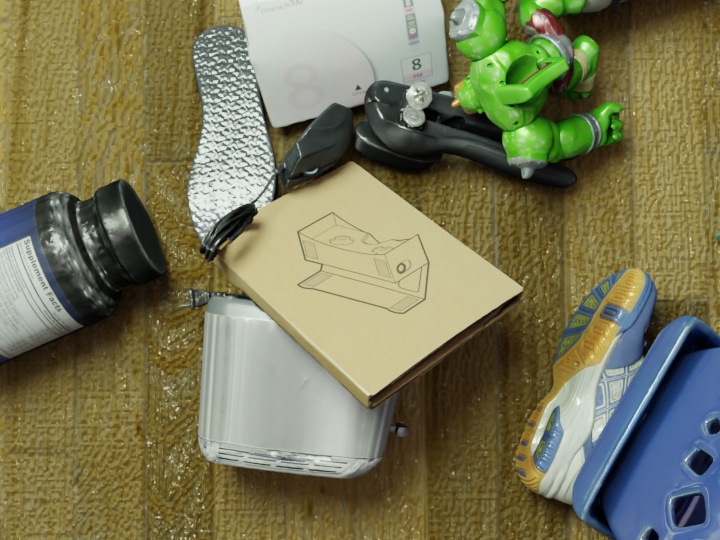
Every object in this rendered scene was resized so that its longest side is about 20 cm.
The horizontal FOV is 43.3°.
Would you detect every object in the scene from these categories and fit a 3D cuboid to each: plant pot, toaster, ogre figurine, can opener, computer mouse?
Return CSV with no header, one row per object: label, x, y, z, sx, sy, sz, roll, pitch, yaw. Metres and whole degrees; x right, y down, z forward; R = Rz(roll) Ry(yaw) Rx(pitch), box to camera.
plant pot,0.284,0.161,0.666,0.199,0.179,0.202,33,88,-39
toaster,-0.055,0.089,0.733,0.196,0.114,0.132,6,89,0
ogre figurine,0.133,-0.166,0.712,0.097,0.202,0.120,21,52,41
can opener,0.094,-0.116,0.768,0.196,0.079,0.065,9,77,-7
computer mouse,-0.058,-0.068,0.715,0.034,0.059,0.201,40,54,-2

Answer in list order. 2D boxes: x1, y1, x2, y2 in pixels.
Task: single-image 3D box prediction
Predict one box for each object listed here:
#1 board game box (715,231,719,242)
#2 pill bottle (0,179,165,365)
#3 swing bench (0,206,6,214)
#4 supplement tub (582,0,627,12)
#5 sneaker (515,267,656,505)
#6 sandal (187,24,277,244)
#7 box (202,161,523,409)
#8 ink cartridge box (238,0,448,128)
board game box,0.427,-0.030,0.763,0.199,0.045,0.153,-36,87,-1
pill bottle,-0.267,0.004,0.742,0.197,0.112,0.113,-24,87,-1
swing bench,-0.422,-0.065,0.704,0.197,0.200,0.131,-26,87,0
supplement tub,0.249,-0.307,0.733,0.197,0.145,0.147,-18,87,0
sneaker,0.205,0.100,0.756,0.087,0.075,0.202,24,94,-9
sandal,-0.108,-0.111,0.783,0.075,0.043,0.204,-1,76,0
box,0.000,0.000,0.701,0.162,0.021,0.199,-31,53,-30
ink cartridge box,-0.017,-0.215,0.712,0.160,0.201,0.058,-14,57,0
